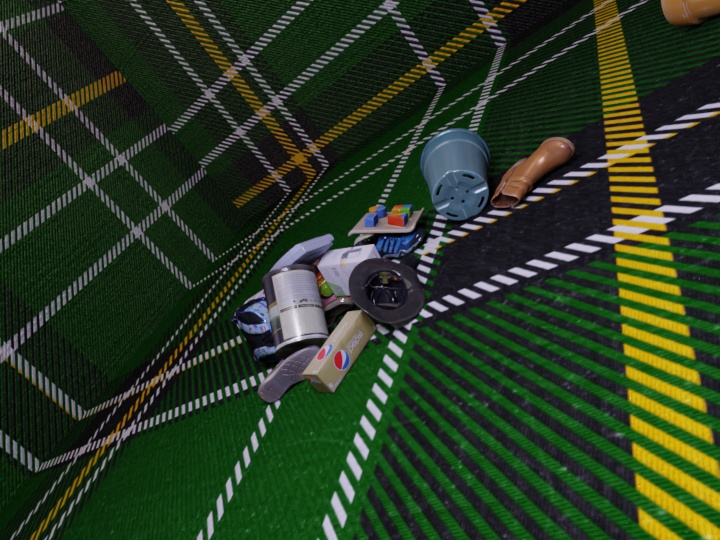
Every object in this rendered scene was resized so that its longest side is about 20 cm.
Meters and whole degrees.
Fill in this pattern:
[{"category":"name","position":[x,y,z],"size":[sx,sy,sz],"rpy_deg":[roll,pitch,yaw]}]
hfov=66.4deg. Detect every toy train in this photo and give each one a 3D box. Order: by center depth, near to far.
[{"category":"toy train","position":[-0.104,0.032,1.563],"size":[0.200,0.085,0.116],"rpy_deg":[-42,30,-2]}]

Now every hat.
[{"category":"hat","position":[0.056,0.066,1.302],"size":[0.201,0.198,0.081],"rpy_deg":[-60,-12,-45]}]

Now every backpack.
[{"category":"backpack","position":[-0.252,0.163,1.544],"size":[0.134,0.184,0.199],"rpy_deg":[-33,11,-30]}]

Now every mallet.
[{"category":"mallet","position":[0.093,-0.013,1.506],"size":[0.066,0.041,0.200],"rpy_deg":[-45,15,-14]}]

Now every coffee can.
[{"category":"coffee can","position":[-0.167,0.106,1.419],"size":[0.145,0.146,0.202],"rpy_deg":[-29,63,29]}]

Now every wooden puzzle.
[{"category":"wooden puzzle","position":[0.076,-0.152,1.591],"size":[0.197,0.047,0.185],"rpy_deg":[-5,21,18]}]

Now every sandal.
[{"category":"sandal","position":[-0.098,0.133,1.507],"size":[0.199,0.080,0.055],"rpy_deg":[-28,65,24]}]

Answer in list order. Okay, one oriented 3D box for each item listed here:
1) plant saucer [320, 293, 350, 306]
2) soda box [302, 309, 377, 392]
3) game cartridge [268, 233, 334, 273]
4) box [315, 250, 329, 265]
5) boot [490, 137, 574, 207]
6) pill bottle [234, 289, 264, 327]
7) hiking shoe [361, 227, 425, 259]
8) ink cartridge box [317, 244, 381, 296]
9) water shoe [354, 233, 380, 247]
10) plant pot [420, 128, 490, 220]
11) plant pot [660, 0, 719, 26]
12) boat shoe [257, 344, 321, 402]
[{"category":"plant saucer","position":[-0.059,0.054,1.618],"size":[0.200,0.051,0.201],"rpy_deg":[-36,19,15]},{"category":"soda box","position":[-0.045,0.186,1.284],"size":[0.067,0.064,0.201],"rpy_deg":[-14,33,53]},{"category":"game cartridge","position":[-0.168,-0.026,1.477],"size":[0.133,0.041,0.200],"rpy_deg":[-29,-8,-45]},{"category":"box","position":[-0.144,0.027,1.808],"size":[0.200,0.075,0.100],"rpy_deg":[-50,21,-20]},{"category":"boot","position":[0.409,-0.225,1.315],"size":[0.155,0.074,0.200],"rpy_deg":[-50,9,-27]},{"category":"pill bottle","position":[-0.326,0.130,1.864],"size":[0.199,0.114,0.114],"rpy_deg":[-31,21,27]},{"category":"hiking shoe","position":[0.093,-0.081,1.567],"size":[0.199,0.087,0.075],"rpy_deg":[-26,23,36]},{"category":"ink cartridge box","position":[0.000,0.000,1.457],"size":[0.198,0.118,0.068],"rpy_deg":[-6,40,33]},{"category":"water shoe","position":[0.069,-0.086,1.689],"size":[0.199,0.071,0.080],"rpy_deg":[-24,54,32]},{"category":"plant pot","position":[0.261,-0.249,1.485],"size":[0.199,0.200,0.197],"rpy_deg":[-31,29,26]},{"category":"plant pot","position":[0.874,-0.708,1.334],"size":[0.200,0.201,0.183],"rpy_deg":[-44,35,-11]},{"category":"boat shoe","position":[-0.179,0.247,1.388],"size":[0.199,0.075,0.073],"rpy_deg":[-36,20,9]}]
